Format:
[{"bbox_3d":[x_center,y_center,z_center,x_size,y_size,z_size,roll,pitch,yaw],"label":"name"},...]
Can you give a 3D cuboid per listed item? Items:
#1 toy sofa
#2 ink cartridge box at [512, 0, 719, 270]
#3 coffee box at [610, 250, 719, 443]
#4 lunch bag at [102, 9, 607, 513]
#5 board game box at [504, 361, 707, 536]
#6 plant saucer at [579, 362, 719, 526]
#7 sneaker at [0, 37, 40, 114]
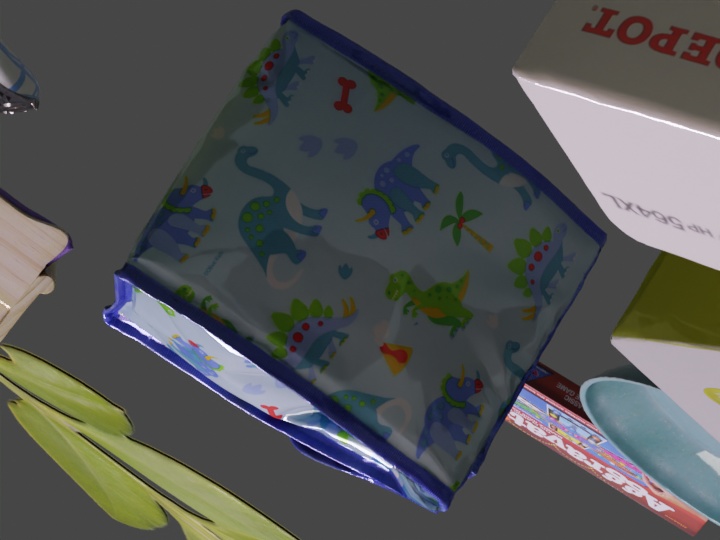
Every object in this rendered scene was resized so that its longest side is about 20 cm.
[{"bbox_3d":[-0.308,-0.049,2.117,0.200,0.098,0.083,37,-171,-13],"label":"toy sofa"},{"bbox_3d":[0.158,-0.091,0.775,0.146,0.200,0.084,20,160,39],"label":"ink cartridge box"},{"bbox_3d":[0.241,0.004,0.903,0.198,0.200,0.200,42,162,-27],"label":"coffee box"},{"bbox_3d":[0.000,0.000,1.437,0.200,0.170,0.127,31,165,1],"label":"lunch bag"},{"bbox_3d":[0.128,0.092,1.754,0.200,0.019,0.103,31,166,6],"label":"board game box"},{"bbox_3d":[0.214,0.102,1.578,0.200,0.036,0.200,31,165,9],"label":"plant saucer"},{"bbox_3d":[-0.242,-0.138,1.733,0.072,0.073,0.200,-2,166,15],"label":"sneaker"}]
